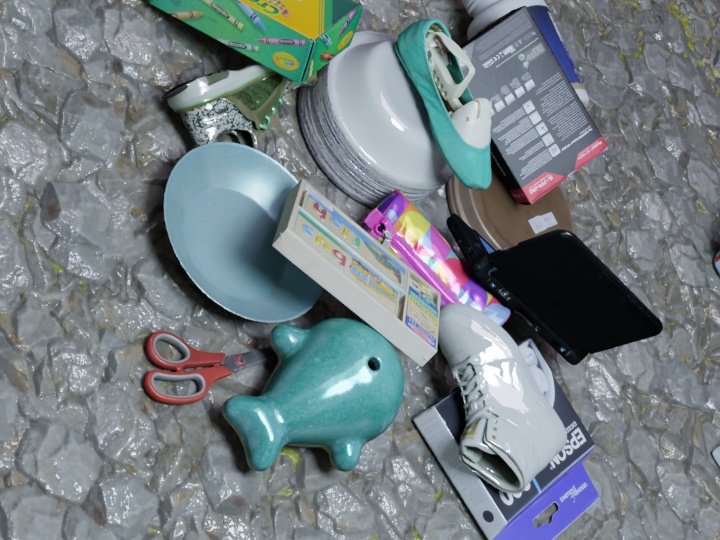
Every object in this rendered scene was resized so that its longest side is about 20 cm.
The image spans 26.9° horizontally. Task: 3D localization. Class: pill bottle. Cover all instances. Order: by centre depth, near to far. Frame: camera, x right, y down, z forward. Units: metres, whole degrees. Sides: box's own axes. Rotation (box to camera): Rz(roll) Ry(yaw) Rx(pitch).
[{"bbox_3d":[0.200,-0.277,1.895,0.110,0.111,0.202,-11,73,-43],"label":"pill bottle"}]

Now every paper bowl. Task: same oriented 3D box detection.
[{"bbox_3d":[0.036,-0.178,1.709,0.199,0.104,0.203,21,53,-31],"label":"paper bowl"}]

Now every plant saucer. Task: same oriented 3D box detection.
[{"bbox_3d":[-0.122,-0.033,1.538,0.199,0.039,0.203,20,54,-30],"label":"plant saucer"},{"bbox_3d":[0.189,-0.074,1.828,0.198,0.029,0.202,21,54,-31],"label":"plant saucer"}]

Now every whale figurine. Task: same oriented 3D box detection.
[{"bbox_3d":[-0.039,0.120,1.472,0.199,0.103,0.160,-23,84,-41],"label":"whale figurine"}]

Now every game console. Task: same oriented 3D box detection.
[{"bbox_3d":[0.214,0.003,1.672,0.200,0.116,0.176,41,14,-32],"label":"game console"}]

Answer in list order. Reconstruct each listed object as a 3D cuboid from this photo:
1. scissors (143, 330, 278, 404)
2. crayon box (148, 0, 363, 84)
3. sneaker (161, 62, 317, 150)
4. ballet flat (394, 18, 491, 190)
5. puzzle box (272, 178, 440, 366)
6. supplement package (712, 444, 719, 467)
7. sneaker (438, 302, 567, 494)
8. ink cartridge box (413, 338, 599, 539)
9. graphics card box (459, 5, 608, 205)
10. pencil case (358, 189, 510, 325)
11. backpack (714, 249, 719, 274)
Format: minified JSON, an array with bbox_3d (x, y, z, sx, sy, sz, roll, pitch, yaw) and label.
[{"bbox_3d":[-0.128,0.098,1.477,0.198,0.014,0.074,6,60,-39],"label":"scissors"},{"bbox_3d":[-0.112,-0.287,1.616,0.199,0.059,0.119,29,38,11],"label":"crayon box"},{"bbox_3d":[-0.122,-0.173,1.610,0.199,0.076,0.090,-20,98,-41],"label":"sneaker"},{"bbox_3d":[0.103,-0.187,1.646,0.067,0.070,0.202,-17,78,-45],"label":"ballet flat"},{"bbox_3d":[0.000,0.000,1.535,0.199,0.025,0.133,39,23,-13],"label":"puzzle box"},{"bbox_3d":[0.587,0.215,1.877,0.199,0.191,0.148,-28,86,-46],"label":"supplement package"},{"bbox_3d":[0.128,0.135,1.568,0.201,0.074,0.115,52,42,-1],"label":"sneaker"},{"bbox_3d":[0.176,0.201,1.649,0.197,0.043,0.201,-29,87,-46],"label":"ink cartridge box"},{"bbox_3d":[0.191,-0.195,1.786,0.125,0.051,0.201,-35,101,-10],"label":"graphics card box"},{"bbox_3d":[0.075,0.004,1.650,0.200,0.088,0.089,45,46,-10],"label":"pencil case"},{"bbox_3d":[0.588,-0.006,2.036,0.199,0.154,0.191,-31,79,-39],"label":"backpack"}]
